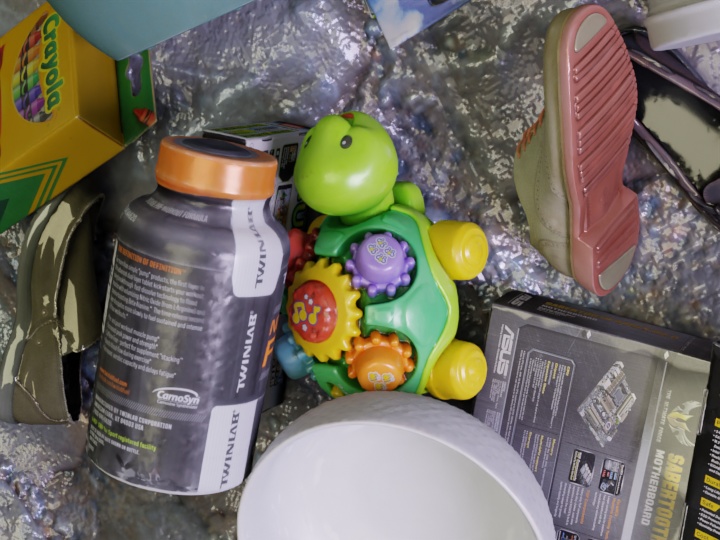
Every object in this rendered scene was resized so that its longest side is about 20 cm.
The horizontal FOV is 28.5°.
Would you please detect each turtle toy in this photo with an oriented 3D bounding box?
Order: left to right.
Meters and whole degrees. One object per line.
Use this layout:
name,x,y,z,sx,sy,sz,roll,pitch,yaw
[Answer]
turtle toy,0.000,0.000,0.908,0.145,0.101,0.202,4,95,43

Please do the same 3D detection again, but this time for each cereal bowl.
cereal bowl,0.028,0.158,0.885,0.198,0.083,0.202,7,117,14

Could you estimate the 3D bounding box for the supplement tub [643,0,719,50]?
supplement tub,0.202,-0.233,0.779,0.139,0.140,0.202,-10,94,25

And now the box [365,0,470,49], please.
box,0.029,-0.258,0.903,0.121,0.048,0.201,-27,87,26

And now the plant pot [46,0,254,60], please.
plant pot,-0.132,-0.232,0.906,0.199,0.201,0.162,-19,103,25

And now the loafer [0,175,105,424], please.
loafer,-0.216,0.026,1.054,0.069,0.075,0.202,18,108,7

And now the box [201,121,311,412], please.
box,-0.078,0.004,0.960,0.034,0.110,0.202,13,103,21

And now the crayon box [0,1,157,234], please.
crayon box,-0.234,-0.113,1.014,0.199,0.051,0.128,-30,51,24

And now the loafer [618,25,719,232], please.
loafer,0.210,-0.067,0.844,0.200,0.063,0.072,44,113,12

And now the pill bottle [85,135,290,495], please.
pill bottle,-0.101,0.023,0.854,0.105,0.106,0.202,16,104,21

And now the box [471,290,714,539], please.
box,0.146,0.129,0.913,0.157,0.048,0.202,14,104,22

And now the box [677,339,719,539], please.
box,0.274,0.141,0.781,0.199,0.049,0.161,21,111,43

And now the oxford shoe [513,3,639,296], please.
oxford shoe,0.118,-0.071,0.843,0.073,0.071,0.201,25,141,34
